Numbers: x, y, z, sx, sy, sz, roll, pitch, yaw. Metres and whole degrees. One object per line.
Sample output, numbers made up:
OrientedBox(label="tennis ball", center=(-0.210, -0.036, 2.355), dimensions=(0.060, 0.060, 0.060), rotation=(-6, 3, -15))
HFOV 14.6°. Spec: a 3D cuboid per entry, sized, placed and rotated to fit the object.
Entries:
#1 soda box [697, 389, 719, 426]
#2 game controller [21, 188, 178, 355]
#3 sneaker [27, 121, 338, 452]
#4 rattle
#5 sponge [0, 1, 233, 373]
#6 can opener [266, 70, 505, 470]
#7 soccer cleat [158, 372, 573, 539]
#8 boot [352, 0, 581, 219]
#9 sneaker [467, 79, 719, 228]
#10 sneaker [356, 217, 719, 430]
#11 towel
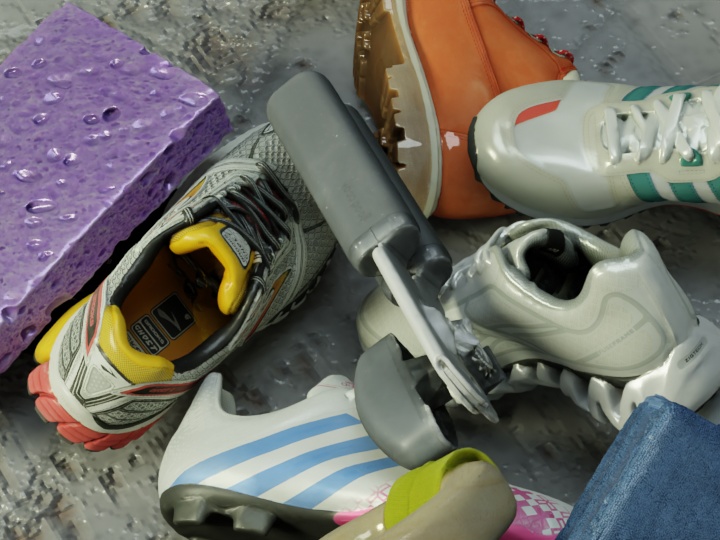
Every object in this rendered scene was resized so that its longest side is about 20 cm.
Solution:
OrientedBox(label="soda box", center=(0.179, 0.056, 1.196), dimensions=(0.063, 0.068, 0.200), rotation=(25, 53, 23))
OrientedBox(label="game controller", center=(-0.182, -0.016, 1.293), dimensions=(0.199, 0.042, 0.105), rotation=(12, 50, 14))
OrientedBox(label="sneaker", center=(-0.058, -0.001, 1.232), dimensions=(0.078, 0.082, 0.200), rotation=(43, 55, -6))
OrientedBox(label="rattle", center=(0.007, 0.158, 1.032), dimensions=(0.130, 0.144, 0.200), rotation=(-13, 10, 20))
OrientedBox(label="sponge", center=(-0.159, -0.025, 1.249), dimensions=(0.111, 0.030, 0.200), rotation=(30, 69, 35))
OrientedBox(label="can opener", center=(0.000, 0.000, 1.174), dimensions=(0.067, 0.053, 0.200), rotation=(-38, 46, 8))
OrientedBox(label="soccer cleat", center=(0.014, 0.085, 1.171), dimensions=(0.199, 0.070, 0.087), rotation=(8, 61, 11))
OrientedBox(label="boot", center=(0.053, -0.101, 1.348), dimensions=(0.107, 0.075, 0.201), rotation=(0, 50, -11))
OrientedBox(label="sneaker", center=(0.150, -0.063, 1.253), dimensions=(0.199, 0.093, 0.071), rotation=(6, 64, -15))
OrientedBox(label="sneaker", center=(0.068, 0.013, 1.194), dimensions=(0.199, 0.081, 0.075), rotation=(3, 43, 48))
OrientedBox(label="towel", center=(0.158, 0.142, 1.059), dimensions=(0.200, 0.048, 0.112), rotation=(37, 78, -17))
